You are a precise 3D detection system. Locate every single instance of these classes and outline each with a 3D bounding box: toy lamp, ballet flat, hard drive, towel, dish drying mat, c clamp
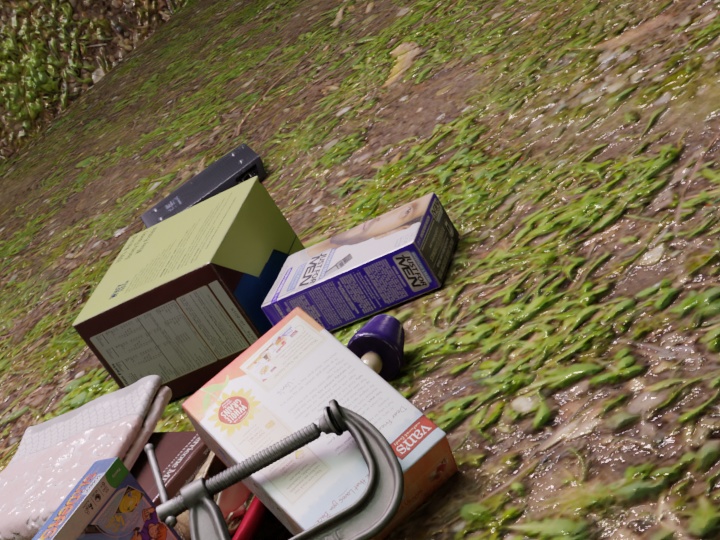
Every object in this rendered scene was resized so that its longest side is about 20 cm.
[{"bbox_3d":[-0.005,0.112,1.293,0.058,0.059,0.201,-20,24,33],"label":"toy lamp"},{"bbox_3d":[-0.099,0.163,1.273,0.065,0.070,0.201,-24,36,54],"label":"ballet flat"},{"bbox_3d":[-0.237,-0.114,2.160,0.199,0.043,0.135,-36,21,-5],"label":"hard drive"},{"bbox_3d":[-0.288,0.191,1.356,0.199,0.032,0.192,-23,25,31],"label":"towel"},{"bbox_3d":[-0.087,0.202,1.214,0.201,0.018,0.077,-60,-5,-49],"label":"dish drying mat"},{"bbox_3d":[-0.068,0.162,1.096,0.198,0.027,0.172,-24,50,6],"label":"c clamp"}]

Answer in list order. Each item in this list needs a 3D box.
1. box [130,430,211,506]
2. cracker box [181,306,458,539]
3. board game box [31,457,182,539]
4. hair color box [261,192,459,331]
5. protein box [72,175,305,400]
[{"bbox_3d":[-0.204,0.211,1.351,0.199,0.075,0.100,-8,33,47],"label":"box"},{"bbox_3d":[-0.035,0.136,1.163,0.134,0.058,0.200,-39,50,-15],"label":"cracker box"},{"bbox_3d":[-0.223,0.270,1.156,0.034,0.136,0.201,-15,28,41],"label":"board game box"},{"bbox_3d":[0.000,0.000,1.524,0.198,0.065,0.110,-22,23,26],"label":"hair color box"},{"bbox_3d":[-0.186,0.027,1.639,0.198,0.136,0.199,-23,24,25],"label":"protein box"}]
